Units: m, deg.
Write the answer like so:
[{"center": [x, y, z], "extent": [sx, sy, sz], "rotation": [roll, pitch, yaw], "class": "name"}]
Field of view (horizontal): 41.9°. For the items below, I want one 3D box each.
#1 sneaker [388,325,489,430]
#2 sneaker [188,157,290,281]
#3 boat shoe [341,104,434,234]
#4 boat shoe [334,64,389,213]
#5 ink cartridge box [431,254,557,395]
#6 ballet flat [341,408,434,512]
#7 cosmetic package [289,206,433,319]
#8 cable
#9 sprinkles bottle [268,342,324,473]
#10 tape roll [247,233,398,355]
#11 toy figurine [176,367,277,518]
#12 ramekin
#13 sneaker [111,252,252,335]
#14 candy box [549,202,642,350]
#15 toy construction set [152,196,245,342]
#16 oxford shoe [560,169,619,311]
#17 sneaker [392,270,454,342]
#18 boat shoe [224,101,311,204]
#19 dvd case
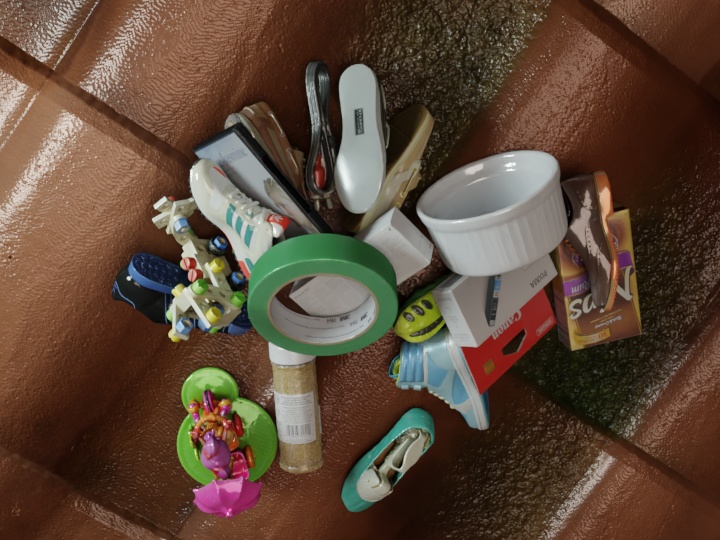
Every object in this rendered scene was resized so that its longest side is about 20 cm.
[{"center": [0.117, 0.167, 1.408], "extent": [0.130, 0.080, 0.200], "rotation": [-13, 123, 15], "class": "sneaker"}, {"center": [-0.143, -0.072, 1.250], "extent": [0.093, 0.070, 0.200], "rotation": [-19, 111, 31], "class": "sneaker"}, {"center": [0.047, -0.135, 1.316], "extent": [0.066, 0.074, 0.200], "rotation": [25, 101, -39], "class": "boat shoe"}, {"center": [0.010, -0.175, 1.272], "extent": [0.071, 0.064, 0.200], "rotation": [1, 87, 22], "class": "boat shoe"}, {"center": [0.210, 0.052, 1.343], "extent": [0.200, 0.045, 0.176], "rotation": [-37, 110, -32], "class": "ink cartridge box"}, {"center": [0.041, 0.296, 1.424], "extent": [0.067, 0.070, 0.200], "rotation": [36, 97, -17], "class": "ballet flat"}, {"center": [0.000, 0.000, 1.305], "extent": [0.200, 0.051, 0.083], "rotation": [-35, 113, 31], "class": "cosmetic package"}, {"center": [-0.061, -0.179, 1.279], "extent": [0.050, 0.097, 0.200], "rotation": [-7, 103, 36], "class": "cable"}, {"center": [-0.093, 0.194, 1.376], "extent": [0.068, 0.068, 0.200], "rotation": [-5, 106, -8], "class": "sprinkles bottle"}, {"center": [-0.050, 0.036, 1.256], "extent": [0.200, 0.048, 0.201], "rotation": [-1, 138, -1], "class": "tape roll"}, {"center": [-0.191, 0.256, 1.316], "extent": [0.150, 0.184, 0.200], "rotation": [-16, 106, -5], "class": "toy figurine"}, {"center": [0.185, -0.076, 1.286], "extent": [0.200, 0.200, 0.098], "rotation": [-23, 114, -3], "class": "ramekin"}, {"center": [-0.249, 0.047, 1.318], "extent": [0.200, 0.070, 0.078], "rotation": [30, 126, -24], "class": "sneaker"}, {"center": [0.348, 0.010, 1.406], "extent": [0.117, 0.056, 0.200], "rotation": [-13, 108, -6], "class": "candy box"}, {"center": [-0.220, -0.001, 1.254], "extent": [0.092, 0.131, 0.200], "rotation": [-30, 70, 36], "class": "toy construction set"}, {"center": [0.321, -0.039, 1.331], "extent": [0.073, 0.071, 0.200], "rotation": [-8, 96, 3], "class": "oxford shoe"}, {"center": [0.126, 0.034, 1.369], "extent": [0.200, 0.084, 0.074], "rotation": [-28, 103, -21], "class": "sneaker"}, {"center": [-0.105, -0.140, 1.283], "extent": [0.072, 0.076, 0.200], "rotation": [-42, 121, -23], "class": "boat shoe"}, {"center": [-0.129, -0.103, 1.258], "extent": [0.200, 0.143, 0.018], "rotation": [50, 64, -17], "class": "dvd case"}]
